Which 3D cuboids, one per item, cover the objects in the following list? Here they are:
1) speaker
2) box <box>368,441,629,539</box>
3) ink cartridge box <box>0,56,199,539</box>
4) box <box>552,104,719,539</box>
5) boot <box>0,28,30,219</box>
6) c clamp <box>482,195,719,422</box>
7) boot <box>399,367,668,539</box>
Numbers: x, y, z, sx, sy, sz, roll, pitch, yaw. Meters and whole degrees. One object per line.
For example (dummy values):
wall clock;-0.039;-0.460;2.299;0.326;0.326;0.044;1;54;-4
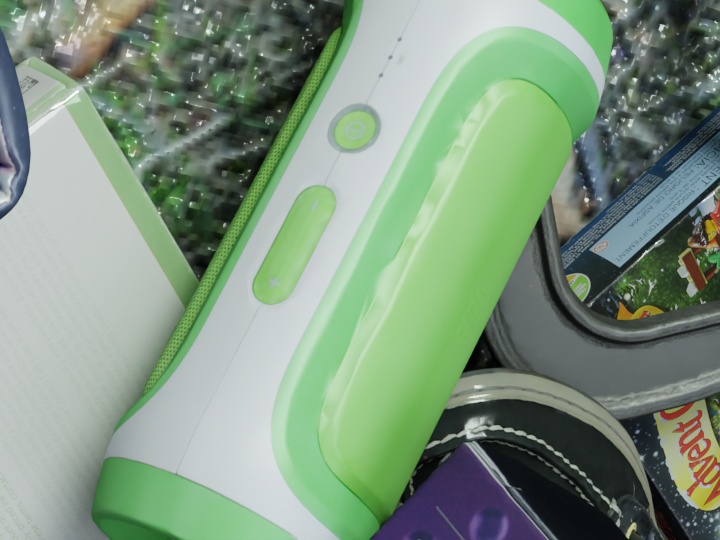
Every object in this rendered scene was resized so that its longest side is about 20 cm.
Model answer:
speaker;0.000;0.000;0.785;0.088;0.088;0.201;38;70;-33
box;0.025;0.174;0.733;0.200;0.148;0.104;-47;146;7
ink cartridge box;-0.132;0.055;0.789;0.200;0.048;0.146;-37;121;-14
box;0.153;0.041;0.952;0.136;0.038;0.200;-42;122;-11
boot;-0.136;-0.103;0.687;0.072;0.090;0.201;-28;103;-19
c clamp;0.108;-0.036;0.874;0.170;0.027;0.201;-18;97;-9
boot;0.073;0.136;0.849;0.073;0.154;0.204;-21;139;14
